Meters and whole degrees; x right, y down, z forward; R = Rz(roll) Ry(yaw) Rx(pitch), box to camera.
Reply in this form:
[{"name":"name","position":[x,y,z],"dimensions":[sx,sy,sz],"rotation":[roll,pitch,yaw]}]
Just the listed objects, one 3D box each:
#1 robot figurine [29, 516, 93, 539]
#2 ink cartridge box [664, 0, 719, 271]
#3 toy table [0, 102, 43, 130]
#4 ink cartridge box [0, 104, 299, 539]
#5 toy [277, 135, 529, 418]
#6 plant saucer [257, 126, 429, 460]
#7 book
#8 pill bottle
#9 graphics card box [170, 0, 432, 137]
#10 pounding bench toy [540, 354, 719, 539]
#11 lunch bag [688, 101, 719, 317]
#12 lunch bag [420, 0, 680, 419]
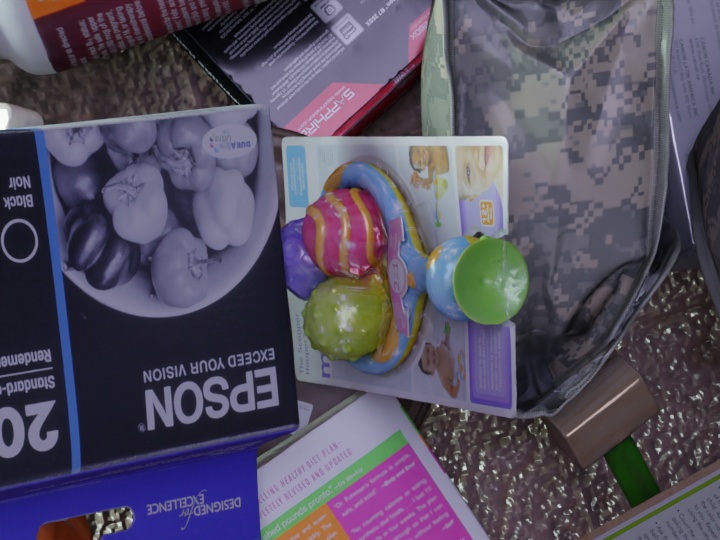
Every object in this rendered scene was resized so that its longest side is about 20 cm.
[{"name":"robot figurine","position":[-0.176,0.163,1.177],"dimensions":[0.116,0.144,0.200],"rotation":[-11,34,4]},{"name":"ink cartridge box","position":[0.229,-0.091,1.305],"dimensions":[0.199,0.057,0.164],"rotation":[-5,78,-22]},{"name":"toy table","position":[-0.200,0.016,1.150],"dimensions":[0.183,0.117,0.201],"rotation":[-1,101,-42]},{"name":"ink cartridge box","position":[-0.114,0.037,1.105],"dimensions":[0.197,0.043,0.201],"rotation":[-9,96,-41]},{"name":"toy","position":[0.000,0.000,1.142],"dimensions":[0.047,0.200,0.116],"rotation":[-5,95,-31]},{"name":"plant saucer","position":[-0.059,0.030,1.256],"dimensions":[0.199,0.029,0.201],"rotation":[0,95,-1]},{"name":"book","position":[0.011,0.170,1.228],"dimensions":[0.133,0.048,0.201],"rotation":[-33,94,-7]},{"name":"pill bottle","position":[-0.123,-0.159,1.224],"dimensions":[0.199,0.114,0.115],"rotation":[-19,79,-3]},{"name":"graphics card box","position":[-0.048,-0.159,1.306],"dimensions":[0.125,0.051,0.200],"rotation":[-43,83,-7]},{"name":"pounding bench toy","position":[0.161,0.150,1.199],"dimensions":[0.124,0.156,0.200],"rotation":[-29,61,-4]},{"name":"lunch bag","position":[0.225,-0.031,1.134],"dimensions":[0.117,0.164,0.201],"rotation":[14,42,-11]},{"name":"lunch bag","position":[0.085,-0.038,1.202],"dimensions":[0.117,0.164,0.201],"rotation":[1,98,1]}]
